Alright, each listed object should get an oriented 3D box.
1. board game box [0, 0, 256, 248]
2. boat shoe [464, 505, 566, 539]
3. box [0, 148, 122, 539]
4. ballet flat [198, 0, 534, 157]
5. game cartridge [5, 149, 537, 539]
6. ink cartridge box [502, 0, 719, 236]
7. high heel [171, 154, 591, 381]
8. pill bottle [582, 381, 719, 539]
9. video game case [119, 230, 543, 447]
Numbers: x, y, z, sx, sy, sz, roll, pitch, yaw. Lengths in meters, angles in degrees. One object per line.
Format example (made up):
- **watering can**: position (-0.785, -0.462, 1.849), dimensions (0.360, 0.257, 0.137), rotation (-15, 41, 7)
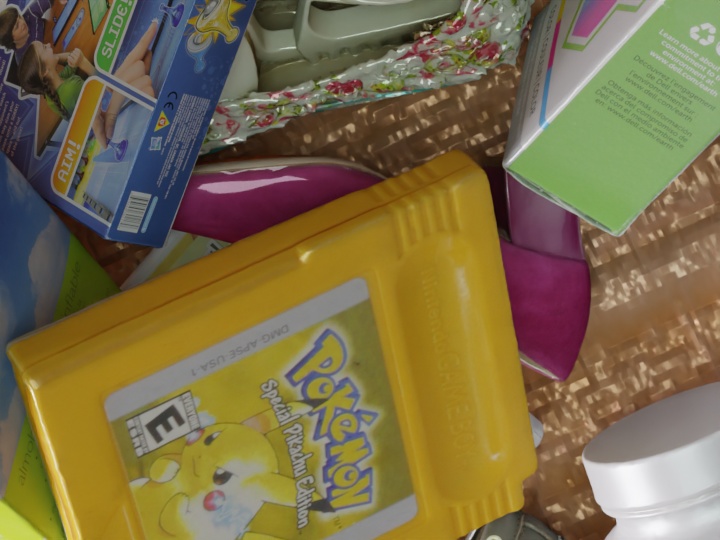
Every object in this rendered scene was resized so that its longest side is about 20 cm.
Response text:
- **board game box**: position (-0.097, -0.127, 1.049), dimensions (0.135, 0.034, 0.200), rotation (31, 104, 39)
- **boat shoe**: position (0.022, 0.190, 1.138), dimensions (0.060, 0.072, 0.202), rotation (38, 98, -4)
- **box**: position (-0.145, 0.032, 1.014), dimensions (0.048, 0.200, 0.122), rotation (2, 65, 20)
- **ballet flat**: position (-0.028, -0.099, 1.074), dimensions (0.199, 0.064, 0.076), rotation (-16, 60, 2)
- **game cartridge**: position (-0.027, 0.063, 1.041), dimensions (0.200, 0.032, 0.177), rotation (-23, 128, -14)
- **ink cartridge box**: position (0.138, -0.116, 1.000), dimensions (0.059, 0.104, 0.200), rotation (31, 131, -14)
- **high heel**: position (0.000, 0.000, 1.088), dimensions (0.199, 0.067, 0.096), rotation (0, 94, -18)
- **pill bottle**: position (0.167, 0.153, 1.096), dimensions (0.113, 0.113, 0.200), rotation (-21, 99, 9)
- **video game case**: position (-0.052, 0.084, 1.145), dimensions (0.182, 0.023, 0.200), rotation (40, 103, -5)
